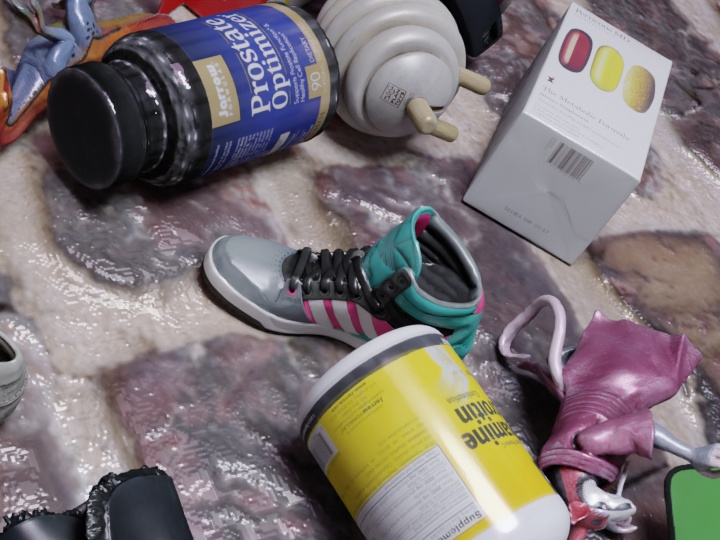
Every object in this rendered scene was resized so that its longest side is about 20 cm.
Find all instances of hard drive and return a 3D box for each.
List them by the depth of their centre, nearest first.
[{"bbox_3d":[0.050,-0.253,1.011,0.135,0.200,0.042,27,84,19],"label":"hard drive"}]

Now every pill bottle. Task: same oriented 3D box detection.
[{"bbox_3d":[0.055,0.140,0.708,0.112,0.112,0.200,-17,62,-39],"label":"pill bottle"},{"bbox_3d":[-0.119,-0.125,0.849,0.200,0.112,0.112,-25,67,-42],"label":"pill bottle"}]

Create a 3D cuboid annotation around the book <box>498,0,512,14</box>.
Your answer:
[{"bbox_3d":[0.081,-0.278,1.052,0.134,0.200,0.048,30,81,-5],"label":"book"}]

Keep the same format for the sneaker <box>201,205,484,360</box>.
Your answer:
[{"bbox_3d":[0.000,0.000,0.796,0.200,0.121,0.084,21,45,-11],"label":"sneaker"}]

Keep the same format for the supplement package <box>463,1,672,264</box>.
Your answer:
[{"bbox_3d":[0.184,-0.125,1.019,0.114,0.110,0.200,30,43,-3],"label":"supplement package"}]

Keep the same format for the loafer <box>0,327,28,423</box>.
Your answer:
[{"bbox_3d":[-0.279,0.020,0.658,0.200,0.070,0.070,26,44,-6],"label":"loafer"}]

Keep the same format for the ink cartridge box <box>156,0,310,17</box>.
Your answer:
[{"bbox_3d":[-0.078,-0.273,1.001,0.067,0.116,0.200,39,44,6],"label":"ink cartridge box"}]

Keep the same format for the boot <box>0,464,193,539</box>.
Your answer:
[{"bbox_3d":[-0.078,0.178,0.624,0.200,0.076,0.168,-12,62,-29],"label":"boot"}]

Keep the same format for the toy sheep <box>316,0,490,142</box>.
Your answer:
[{"bbox_3d":[0.028,-0.170,0.961,0.138,0.138,0.200,4,31,-26],"label":"toy sheep"}]

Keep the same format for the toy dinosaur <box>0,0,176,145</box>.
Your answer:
[{"bbox_3d":[-0.213,-0.156,0.838,0.200,0.105,0.182,15,55,-25],"label":"toy dinosaur"}]

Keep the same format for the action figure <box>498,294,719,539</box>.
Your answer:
[{"bbox_3d":[0.158,0.099,0.783,0.149,0.134,0.200,37,37,1],"label":"action figure"}]

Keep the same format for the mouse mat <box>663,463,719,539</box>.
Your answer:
[{"bbox_3d":[0.304,0.199,0.753,0.200,0.008,0.161,-6,69,14],"label":"mouse mat"}]
